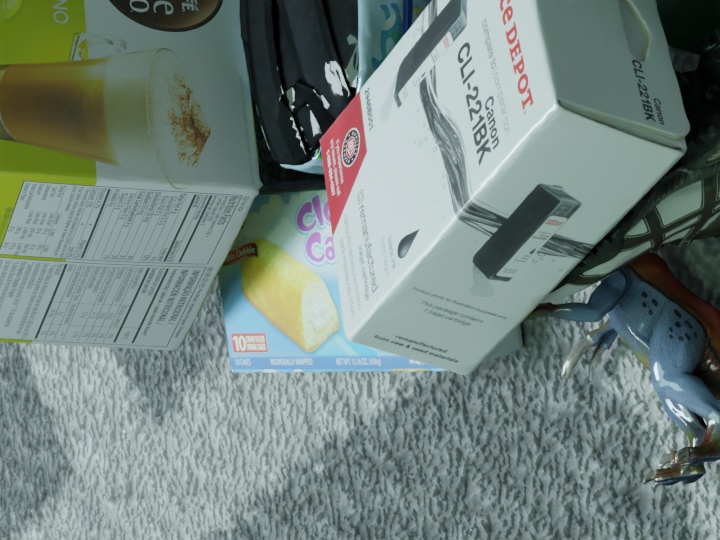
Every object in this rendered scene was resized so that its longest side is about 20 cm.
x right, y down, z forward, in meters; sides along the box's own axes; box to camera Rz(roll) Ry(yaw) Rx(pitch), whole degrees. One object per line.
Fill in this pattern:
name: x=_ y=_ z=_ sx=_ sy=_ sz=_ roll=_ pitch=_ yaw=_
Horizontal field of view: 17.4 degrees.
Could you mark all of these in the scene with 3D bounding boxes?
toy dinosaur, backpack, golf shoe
toy dinosaur: x=0.165 y=0.026 z=1.313 sx=0.198 sy=0.105 sz=0.183 roll=-10 pitch=74 yaw=6
backpack: x=-0.003 y=-0.150 z=1.368 sx=0.163 sy=0.153 sz=0.201 roll=-30 pitch=47 yaw=46
golf shoe: x=0.161 y=-0.035 z=1.236 sx=0.200 sy=0.094 sz=0.078 roll=-38 pitch=41 yaw=26

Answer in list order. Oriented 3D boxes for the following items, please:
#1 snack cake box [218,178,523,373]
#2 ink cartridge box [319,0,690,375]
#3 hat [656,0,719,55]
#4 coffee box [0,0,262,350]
snack cake box: x=0.000 y=0.000 z=1.451 sx=0.199 sy=0.067 sz=0.116 roll=-3 pitch=99 yaw=45
ink cartridge box: x=0.068 y=-0.066 z=1.212 sx=0.200 sy=0.083 sz=0.145 roll=-48 pitch=37 yaw=39
hat: x=0.195 y=-0.237 z=1.227 sx=0.165 sy=0.176 sz=0.200 roll=35 pitch=162 yaw=11
coffee box: x=-0.185 y=-0.087 z=1.452 sx=0.200 sy=0.196 sz=0.201 roll=121 pitch=147 yaw=-54
